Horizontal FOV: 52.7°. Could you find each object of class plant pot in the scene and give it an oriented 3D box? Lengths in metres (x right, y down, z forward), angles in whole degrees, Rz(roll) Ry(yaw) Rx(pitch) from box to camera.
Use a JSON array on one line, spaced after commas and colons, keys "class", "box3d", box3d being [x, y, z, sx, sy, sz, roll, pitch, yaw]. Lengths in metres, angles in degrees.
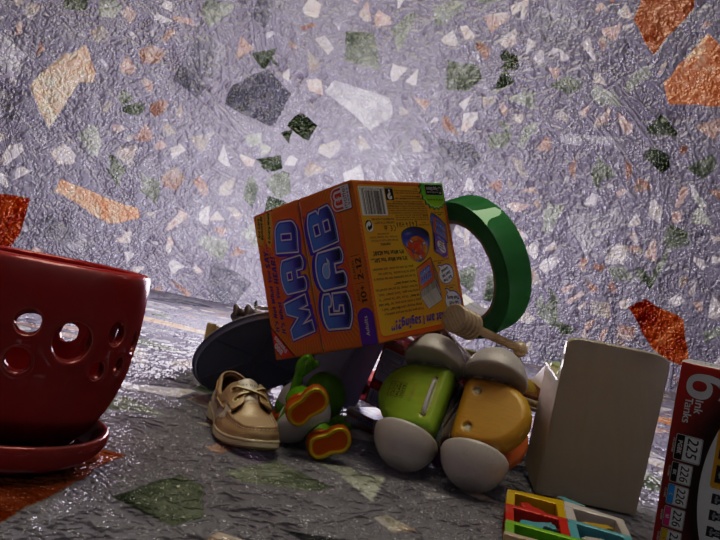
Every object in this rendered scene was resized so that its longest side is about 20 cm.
[{"class": "plant pot", "box3d": [-0.307, 0.075, 0.668, 0.195, 0.187, 0.200, 11, 0, 0]}]

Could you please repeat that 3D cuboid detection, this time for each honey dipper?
[{"class": "honey dipper", "box3d": [0.177, 0.088, 0.979, 0.037, 0.039, 0.198, 11, -10, 43]}]

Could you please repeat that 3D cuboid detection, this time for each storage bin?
[{"class": "storage bin", "box3d": [-0.047, 0.126, 1.222, 0.133, 0.203, 0.145, 22, -7, 39]}]

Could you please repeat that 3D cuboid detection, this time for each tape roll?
[{"class": "tape roll", "box3d": [0.160, -0.005, 1.054, 0.047, 0.205, 0.199, -18, 16, -31]}]

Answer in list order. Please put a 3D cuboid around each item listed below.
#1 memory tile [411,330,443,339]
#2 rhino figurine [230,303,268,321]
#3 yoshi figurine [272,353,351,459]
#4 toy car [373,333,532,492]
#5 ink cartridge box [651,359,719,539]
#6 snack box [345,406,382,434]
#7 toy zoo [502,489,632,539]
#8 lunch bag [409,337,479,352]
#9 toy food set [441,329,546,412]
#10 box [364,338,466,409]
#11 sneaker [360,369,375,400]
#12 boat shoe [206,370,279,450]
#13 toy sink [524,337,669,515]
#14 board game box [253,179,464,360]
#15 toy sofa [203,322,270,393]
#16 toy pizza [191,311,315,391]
[{"class": "memory tile", "box3d": [0.066, 0.051, 1.170, 0.198, 0.017, 0.155, 29, -32, 45]}, {"class": "rhino figurine", "box3d": [-0.167, 0.087, 1.198, 0.086, 0.061, 0.199, 9, -4, -23]}, {"class": "yoshi figurine", "box3d": [-0.054, 0.172, 0.946, 0.110, 0.115, 0.200, 19, -4, -12]}, {"class": "toy car", "box3d": [0.119, 0.191, 0.922, 0.196, 0.177, 0.151, 10, -35, 22]}, {"class": "ink cartridge box", "box3d": [0.405, 0.209, 0.743, 0.172, 0.205, 0.083, 9, 0, 29]}, {"class": "snack box", "box3d": [0.075, 0.238, 1.139, 0.197, 0.025, 0.071, 12, 1, -37]}, {"class": "toy zoo", "box3d": [0.209, 0.264, 0.738, 0.128, 0.021, 0.200, 11, -1, 12]}, {"class": "lunch bag", "box3d": [0.151, 0.187, 1.250, 0.162, 0.120, 0.200, 10, -22, 42]}, {"class": "toy food set", "box3d": [0.222, 0.144, 1.061, 0.196, 0.062, 0.144, 21, 10, -17]}, {"class": "box", "box3d": [0.119, 0.186, 1.098, 0.197, 0.102, 0.095, 23, 10, 17]}, {"class": "sneaker", "box3d": [0.040, 0.220, 1.348, 0.195, 0.076, 0.087, 7, 14, -6]}, {"class": "boat shoe", "box3d": [-0.147, 0.168, 0.897, 0.072, 0.071, 0.199, 11, 0, -27]}, {"class": "toy sink", "box3d": [0.299, 0.186, 0.939, 0.127, 0.205, 0.112, 10, 7, 4]}, {"class": "board game box", "box3d": [0.000, 0.000, 1.010, 0.197, 0.205, 0.198, -14, -6, 41]}, {"class": "toy sofa", "box3d": [-0.216, 0.150, 1.276, 0.095, 0.085, 0.199, 10, 0, -21]}, {"class": "toy pizza", "box3d": [-0.156, 0.120, 1.093, 0.197, 0.201, 0.032, 11, 42, -36]}]
